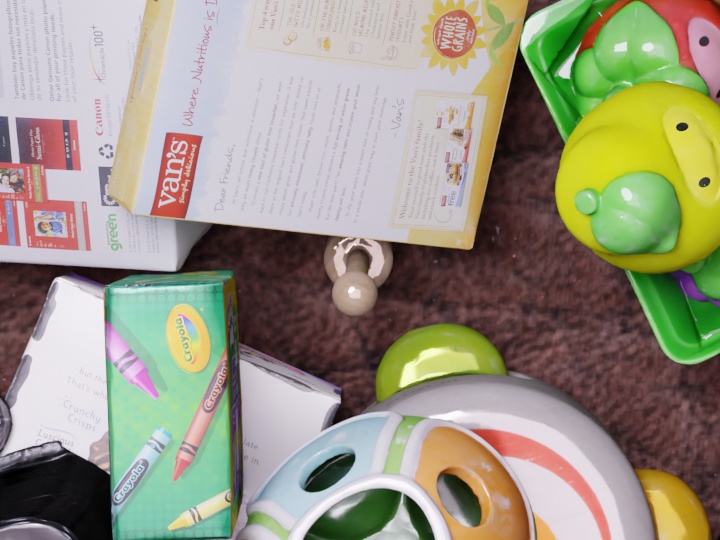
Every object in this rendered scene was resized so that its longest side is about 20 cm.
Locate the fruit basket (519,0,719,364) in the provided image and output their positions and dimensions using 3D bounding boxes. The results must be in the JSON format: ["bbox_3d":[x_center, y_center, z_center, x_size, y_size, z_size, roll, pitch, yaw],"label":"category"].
[{"bbox_3d":[0.170,-0.060,1.420,0.155,0.216,0.216,-26,92,2],"label":"fruit basket"}]

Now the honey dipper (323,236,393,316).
[{"bbox_3d":[0.000,0.000,1.422,0.038,0.200,0.038,0,96,-1],"label":"honey dipper"}]

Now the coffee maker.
[{"bbox_3d":[-0.179,0.158,1.359,0.135,0.200,0.192,-44,92,3],"label":"coffee maker"}]

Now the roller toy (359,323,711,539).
[{"bbox_3d":[0.064,0.147,1.457,0.200,0.140,0.183,35,92,-1],"label":"roller toy"}]

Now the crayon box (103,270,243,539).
[{"bbox_3d":[-0.089,0.062,1.354,0.058,0.200,0.119,-2,91,-1],"label":"crayon box"}]

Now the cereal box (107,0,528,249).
[{"bbox_3d":[-0.020,-0.091,1.403,0.199,0.040,0.145,6,104,-28],"label":"cereal box"}]

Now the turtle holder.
[{"bbox_3d":[-0.008,0.141,1.330,0.184,0.132,0.142,-7,84,6],"label":"turtle holder"}]

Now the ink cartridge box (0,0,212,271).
[{"bbox_3d":[-0.173,-0.110,1.441,0.175,0.084,0.201,3,113,13],"label":"ink cartridge box"}]

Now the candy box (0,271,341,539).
[{"bbox_3d":[-0.123,0.124,1.493,0.167,0.072,0.201,24,93,0],"label":"candy box"}]

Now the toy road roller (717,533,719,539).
[{"bbox_3d":[0.297,0.152,1.470,0.146,0.123,0.200,40,94,-15],"label":"toy road roller"}]
